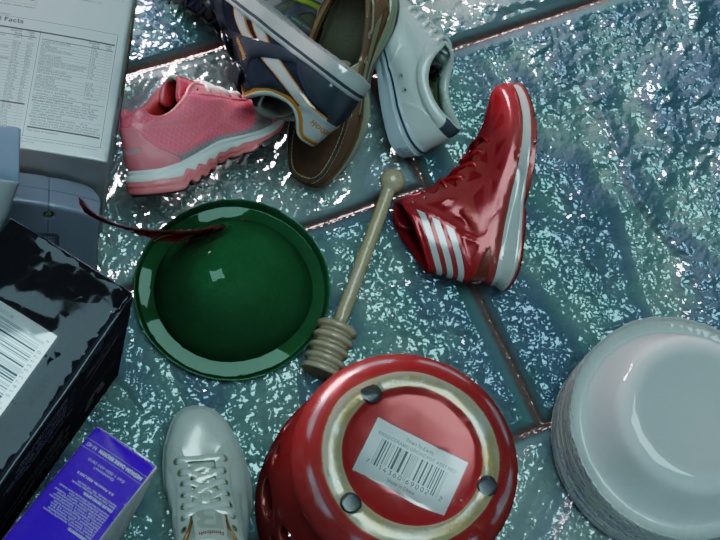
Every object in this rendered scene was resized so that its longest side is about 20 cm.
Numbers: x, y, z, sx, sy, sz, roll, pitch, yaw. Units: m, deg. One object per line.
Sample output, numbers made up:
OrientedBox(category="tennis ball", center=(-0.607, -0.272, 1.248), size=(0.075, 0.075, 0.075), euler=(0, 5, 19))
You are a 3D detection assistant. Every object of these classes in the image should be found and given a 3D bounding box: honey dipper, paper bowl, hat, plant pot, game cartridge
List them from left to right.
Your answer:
OrientedBox(category="game cartridge", center=(-0.315, -0.028, 1.396), size=(0.200, 0.133, 0.042), euler=(2, 47, -11))
OrientedBox(category="hat", center=(-0.107, -0.009, 1.403), size=(0.200, 0.176, 0.166), euler=(-32, 77, -20))
OrientedBox(category="honey dipper", center=(0.000, 0.000, 1.484), size=(0.038, 0.038, 0.200), euler=(22, 73, -1))
OrientedBox(category="plant pot", center=(0.025, 0.169, 1.357), size=(0.200, 0.183, 0.201), euler=(5, 66, -10))
OrientedBox(category="paper bowl", center=(0.272, 0.136, 1.459), size=(0.200, 0.104, 0.201), euler=(4, 66, -10))

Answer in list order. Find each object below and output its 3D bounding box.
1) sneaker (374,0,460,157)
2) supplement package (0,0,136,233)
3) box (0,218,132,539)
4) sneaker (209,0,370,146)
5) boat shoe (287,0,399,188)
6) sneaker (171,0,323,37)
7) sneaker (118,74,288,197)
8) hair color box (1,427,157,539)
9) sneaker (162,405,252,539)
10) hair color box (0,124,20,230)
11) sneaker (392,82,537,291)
OrientedBox(category="sneaker", center=(0.050, -0.204, 1.561), size=(0.071, 0.073, 0.200), euler=(-17, 79, 23))
OrientedBox(category="supplement package", center=(-0.277, -0.160, 1.446), size=(0.151, 0.152, 0.200), euler=(8, 67, -8))
OrientedBox(category="box", center=(-0.281, 0.097, 1.315), size=(0.117, 0.200, 0.197), euler=(32, 66, 2))
OrientedBox(category="sneaker", center=(-0.082, -0.183, 1.462), size=(0.200, 0.078, 0.079), euler=(43, 102, 35))
OrientedBox(category="boat shoe", center=(-0.027, -0.173, 1.511), size=(0.076, 0.072, 0.200), euler=(15, 91, 20))
OrientedBox(category="sneaker", center=(-0.116, -0.239, 1.555), size=(0.200, 0.074, 0.081), euler=(13, 70, -3))
OrientedBox(category="sneaker", center=(-0.132, -0.135, 1.467), size=(0.200, 0.074, 0.087), euler=(-37, 118, -46))
OrientedBox(category="hair color box", center=(-0.243, 0.225, 1.291), size=(0.065, 0.109, 0.200), euler=(32, 47, 2))
OrientedBox(category="sneaker", center=(-0.118, 0.196, 1.371), size=(0.073, 0.085, 0.200), euler=(-5, 68, -11))
OrientedBox(category="hair color box", center=(-0.333, -0.033, 1.312), size=(0.099, 0.200, 0.061), euler=(10, 48, -21))
OrientedBox(category="sneaker", center=(0.092, -0.086, 1.528), size=(0.115, 0.078, 0.200), euler=(9, 66, -9))
